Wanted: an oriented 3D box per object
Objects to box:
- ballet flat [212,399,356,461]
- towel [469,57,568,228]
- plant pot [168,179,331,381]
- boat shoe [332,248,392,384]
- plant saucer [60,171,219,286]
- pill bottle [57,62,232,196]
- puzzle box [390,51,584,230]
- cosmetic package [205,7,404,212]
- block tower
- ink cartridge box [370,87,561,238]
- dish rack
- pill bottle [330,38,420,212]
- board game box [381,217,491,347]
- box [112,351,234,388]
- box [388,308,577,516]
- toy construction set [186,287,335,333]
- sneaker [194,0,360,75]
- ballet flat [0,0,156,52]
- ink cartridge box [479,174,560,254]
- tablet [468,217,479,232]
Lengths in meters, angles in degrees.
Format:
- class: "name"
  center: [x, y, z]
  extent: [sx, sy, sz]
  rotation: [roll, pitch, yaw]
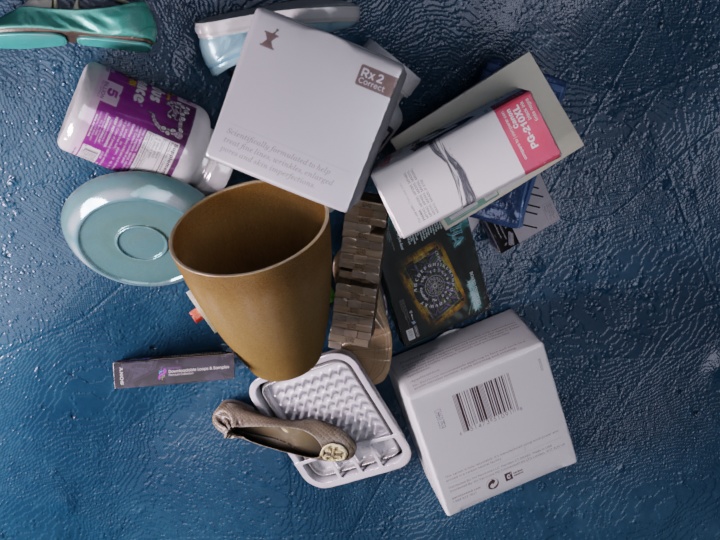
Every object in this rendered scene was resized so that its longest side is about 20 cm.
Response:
- class: "ballet flat"
  center: [-0.104, 0.222, 1.524]
  extent: [0.199, 0.046, 0.068]
  rotation: [16, 125, 5]
- class: "towel"
  center: [0.178, -0.156, 1.428]
  extent: [0.111, 0.049, 0.201]
  rotation: [14, 103, -16]
- class: "plant pot"
  center: [-0.110, 0.028, 1.343]
  extent: [0.185, 0.187, 0.201]
  rotation: [-16, 126, -6]
- class: "boat shoe"
  center: [0.005, 0.053, 1.516]
  extent: [0.071, 0.065, 0.201]
  rotation: [-6, 112, 13]
- class: "plant saucer"
  center: [-0.265, -0.041, 1.390]
  extent: [0.199, 0.028, 0.201]
  rotation: [-2, 140, -1]
- class: "pill bottle"
  center: [-0.249, -0.161, 1.360]
  extent: [0.199, 0.112, 0.113]
  rotation: [21, 103, -19]
- class: "puzzle box"
  center: [0.152, -0.157, 1.387]
  extent: [0.199, 0.025, 0.133]
  rotation: [-31, 99, 8]
- class: "cosmetic package"
  center: [-0.052, -0.174, 1.250]
  extent: [0.164, 0.200, 0.166]
  rotation: [21, 98, 1]
- class: "block tower"
  center: [0.000, 0.000, 1.431]
  extent: [0.057, 0.054, 0.201]
  rotation: [11, 112, 4]
- class: "ink cartridge box"
  center: [0.116, -0.126, 1.307]
  extent: [0.199, 0.145, 0.085]
  rotation: [-27, 98, 7]
- class: "dish rack"
  center: [-0.037, 0.195, 1.544]
  extent: [0.171, 0.044, 0.201]
  rotation: [-20, 115, 25]
- class: "pill bottle"
  center: [-0.019, -0.180, 1.404]
  extent: [0.111, 0.111, 0.200]
  rotation: [35, 99, -21]
- class: "board game box"
  center: [0.090, -0.010, 1.516]
  extent: [0.135, 0.028, 0.201]
  rotation: [-23, 118, -10]
- class: "box"
  center: [-0.233, 0.122, 1.419]
  extent: [0.142, 0.200, 0.036]
  rotation: [-4, 86, -10]
- class: "box"
  center: [0.164, 0.192, 1.565]
  extent: [0.198, 0.131, 0.201]
  rotation: [-22, 113, -4]
- class: "toy construction set"
  center: [-0.119, 0.037, 1.469]
  extent: [0.199, 0.092, 0.131]
  rotation: [-26, 132, 4]
- class: "sneaker"
  center: [-0.095, -0.278, 1.378]
  extent: [0.199, 0.074, 0.082]
  rotation: [-8, 112, 2]
- class: "ballet flat"
  center: [-0.338, -0.293, 1.328]
  extent: [0.199, 0.067, 0.071]
  rotation: [-1, 85, -12]
- class: "ink cartridge box"
  center: [0.176, -0.132, 1.485]
  extent: [0.094, 0.044, 0.201]
  rotation: [-30, 111, -2]
- class: "tablet"
  center: [0.113, -0.105, 1.513]
  extent: [0.130, 0.014, 0.201]
  rotation: [30, 100, -20]
